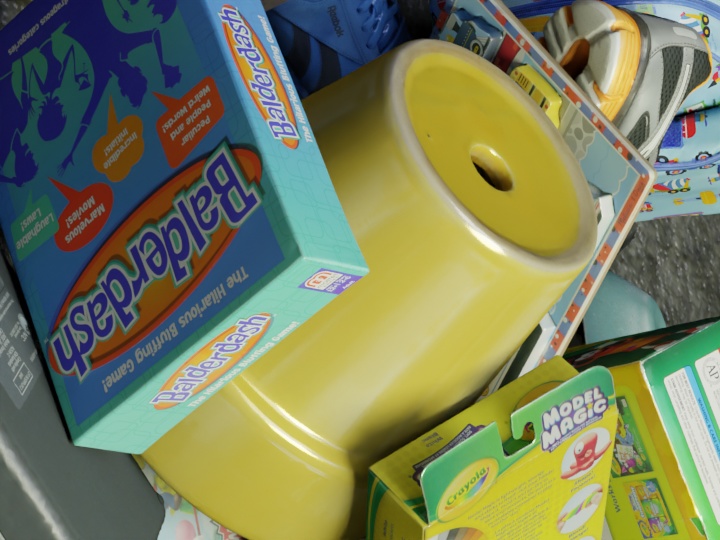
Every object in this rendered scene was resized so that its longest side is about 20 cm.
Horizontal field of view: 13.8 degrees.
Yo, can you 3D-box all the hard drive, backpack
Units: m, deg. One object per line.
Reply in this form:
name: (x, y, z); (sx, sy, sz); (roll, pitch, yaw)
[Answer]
hard drive: (-0.154, 0.053, 1.280); (0.200, 0.033, 0.140); (58, 12, -11)
backpack: (0.124, -0.112, 1.545); (0.200, 0.183, 0.135); (62, 25, -73)

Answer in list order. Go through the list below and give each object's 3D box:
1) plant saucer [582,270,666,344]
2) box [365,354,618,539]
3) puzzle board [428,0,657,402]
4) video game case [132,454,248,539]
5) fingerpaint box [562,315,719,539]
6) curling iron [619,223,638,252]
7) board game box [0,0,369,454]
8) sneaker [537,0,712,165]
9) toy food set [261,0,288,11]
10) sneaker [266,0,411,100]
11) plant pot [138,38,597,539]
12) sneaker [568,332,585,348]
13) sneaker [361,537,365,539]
plant saucer: (0.160, 0.090, 1.636); (0.200, 0.036, 0.200); (-12, 90, -81)
box: (0.057, 0.124, 1.375); (0.117, 0.048, 0.200); (-29, 146, -27)
puzzle board: (0.056, -0.022, 1.447); (0.017, 0.200, 0.151); (-13, 51, -38)
video game case: (-0.089, 0.089, 1.434); (0.200, 0.017, 0.143); (-9, 90, -50)
fingerpaint box: (0.143, 0.135, 1.480); (0.073, 0.167, 0.200); (-25, 95, -37)
curling iron: (0.113, 0.004, 1.560); (0.200, 0.050, 0.026); (-30, 101, -66)
board game box: (-0.092, -0.044, 1.298); (0.045, 0.152, 0.200); (12, 48, -48)
sneaker: (0.103, -0.054, 1.463); (0.077, 0.200, 0.078); (-3, 58, -33)
toy food set: (-0.093, -0.170, 1.383); (0.200, 0.143, 0.060); (18, 60, -46)
sneaker: (-0.011, -0.140, 1.524); (0.200, 0.078, 0.066); (49, 48, -34)
plant pot: (0.000, 0.000, 1.372); (0.201, 0.189, 0.201); (33, 35, -27)
sneaker: (0.062, 0.042, 1.575); (0.200, 0.075, 0.090); (49, 44, -30)
sneaker: (0.013, 0.156, 1.496); (0.200, 0.075, 0.100); (42, 53, -53)
